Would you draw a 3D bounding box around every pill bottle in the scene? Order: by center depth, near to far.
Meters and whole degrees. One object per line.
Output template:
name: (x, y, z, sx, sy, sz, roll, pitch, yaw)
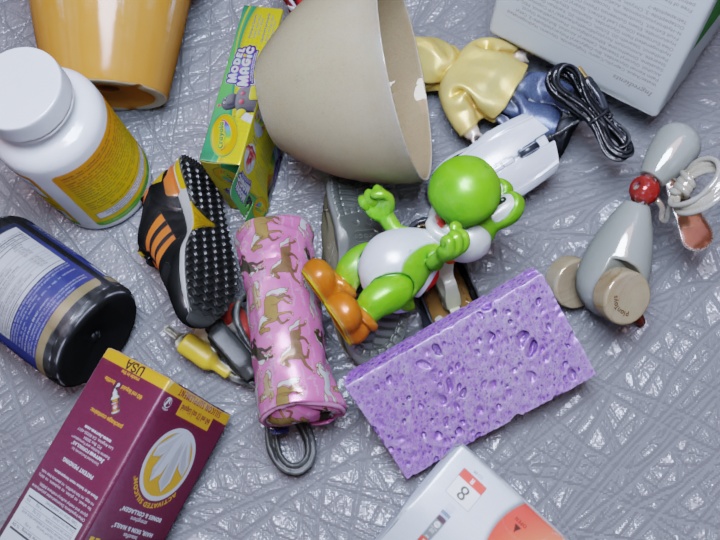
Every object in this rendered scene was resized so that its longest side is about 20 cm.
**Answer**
pill bottle: (-0.288, -0.127, 0.823, 0.110, 0.200, 0.112, -2, 71, 5)
pill bottle: (-0.328, 0.016, 0.826, 0.199, 0.112, 0.112, 32, 77, 16)

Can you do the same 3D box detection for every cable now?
cable: (-0.098, 0.102, 0.821, 0.097, 0.050, 0.200, -36, 83, -24)

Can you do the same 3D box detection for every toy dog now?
toy dog: (0.267, -0.026, 0.780, 0.200, 0.096, 0.132, -49, 29, 19)

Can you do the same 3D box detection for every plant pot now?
plant pot: (-0.020, -0.171, 0.784, 0.133, 0.200, 0.202, -9, 70, 15)
plant pot: (-0.263, -0.274, 0.887, 0.198, 0.200, 0.185, 0, 87, 6)

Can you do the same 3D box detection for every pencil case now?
pencil case: (-0.067, 0.045, 0.783, 0.082, 0.087, 0.202, -1, 65, -23)

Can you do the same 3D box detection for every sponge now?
sponge: (0.096, 0.093, 0.753, 0.199, 0.030, 0.112, -30, 106, 5)

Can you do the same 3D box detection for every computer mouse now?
computer mouse: (0.152, -0.107, 0.814, 0.199, 0.044, 0.110, -32, 92, 18)

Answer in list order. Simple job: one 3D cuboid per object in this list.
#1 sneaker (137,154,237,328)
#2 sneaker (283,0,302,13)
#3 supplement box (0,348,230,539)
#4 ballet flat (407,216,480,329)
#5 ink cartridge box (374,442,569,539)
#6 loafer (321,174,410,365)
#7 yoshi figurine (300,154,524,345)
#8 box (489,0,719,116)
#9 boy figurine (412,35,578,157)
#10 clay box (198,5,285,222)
sneaker: (-0.180, -0.017, 0.835, 0.090, 0.070, 0.201, -30, 51, 24)
sneaker: (-0.037, -0.252, 0.883, 0.071, 0.113, 0.201, -22, 70, -3)
supplement box: (-0.217, 0.188, 0.747, 0.085, 0.110, 0.201, 19, 74, 30)
ballet flat: (0.087, 0.036, 0.797, 0.072, 0.073, 0.202, -19, 71, 0)
ink cartridge box: (0.079, 0.274, 0.711, 0.162, 0.050, 0.200, 41, 77, 5)
loafer: (0.000, 0.000, 0.822, 0.074, 0.070, 0.202, 1, 66, -15)
yoshi figurine: (0.047, -0.032, 0.717, 0.199, 0.112, 0.113, -33, 89, -5)
box: (0.266, -0.304, 0.815, 0.199, 0.172, 0.199, 33, 61, 15)
boy figurine: (0.129, -0.184, 0.869, 0.199, 0.064, 0.125, 23, 76, 14)
clay box: (-0.110, -0.149, 0.856, 0.047, 0.115, 0.202, 10, 72, 11)
